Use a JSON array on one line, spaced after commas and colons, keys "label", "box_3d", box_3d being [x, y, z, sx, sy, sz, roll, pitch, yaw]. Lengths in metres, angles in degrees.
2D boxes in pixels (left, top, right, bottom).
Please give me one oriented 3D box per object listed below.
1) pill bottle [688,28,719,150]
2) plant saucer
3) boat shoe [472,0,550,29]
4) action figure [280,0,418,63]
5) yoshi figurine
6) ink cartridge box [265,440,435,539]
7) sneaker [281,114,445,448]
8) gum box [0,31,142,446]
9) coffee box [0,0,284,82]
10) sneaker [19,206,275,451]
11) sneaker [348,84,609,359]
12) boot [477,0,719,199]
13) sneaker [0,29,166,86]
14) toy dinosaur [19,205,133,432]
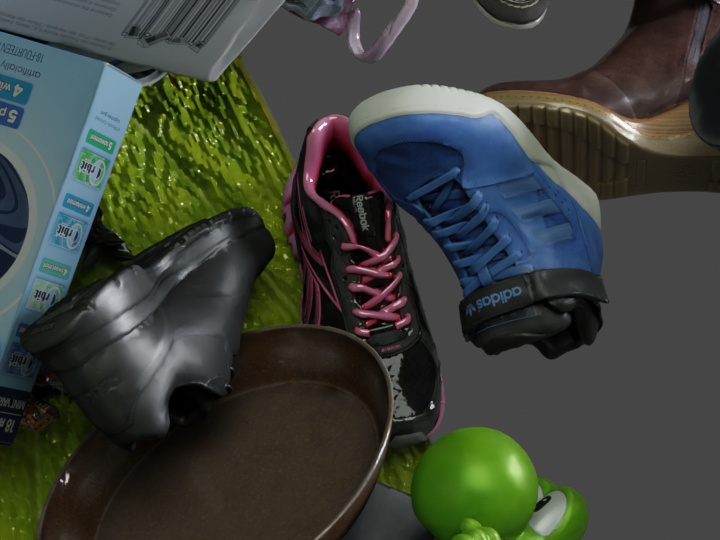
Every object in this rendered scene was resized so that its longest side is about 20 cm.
[{"label": "pill bottle", "box_3d": [0.287, -0.074, 0.948, 0.200, 0.112, 0.112, 21, 54, -27]}, {"label": "plant saucer", "box_3d": [-0.068, 0.107, 0.849, 0.200, 0.035, 0.200, -21, 33, 15]}, {"label": "boat shoe", "box_3d": [0.095, -0.252, 1.118, 0.067, 0.057, 0.200, 1, 58, -4]}, {"label": "action figure", "box_3d": [-0.020, -0.252, 1.083, 0.149, 0.134, 0.200, 32, 27, -23]}, {"label": "yoshi figurine", "box_3d": [0.022, 0.147, 0.798, 0.112, 0.112, 0.200, 39, 61, 24]}, {"label": "ink cartridge box", "box_3d": [-0.010, 0.156, 0.871, 0.200, 0.039, 0.100, 20, 60, 8]}, {"label": "sneaker", "box_3d": [0.000, 0.000, 0.935, 0.079, 0.095, 0.200, -10, 61, -13]}, {"label": "gum box", "box_3d": [-0.226, -0.031, 0.882, 0.170, 0.045, 0.200, 18, 87, 22]}, {"label": "coffee box", "box_3d": [-0.129, -0.258, 0.938, 0.200, 0.200, 0.198, 12, 49, -36]}, {"label": "sneaker", "box_3d": [-0.096, 0.031, 0.883, 0.091, 0.076, 0.200, 59, 33, -5]}, {"label": "sneaker", "box_3d": [0.070, -0.017, 0.912, 0.077, 0.200, 0.111, -20, 58, 30]}, {"label": "boot", "box_3d": [0.168, -0.120, 1.052, 0.200, 0.072, 0.166, 9, 46, 2]}, {"label": "sneaker", "box_3d": [-0.174, -0.170, 1.043, 0.146, 0.081, 0.200, 29, 52, -2]}, {"label": "toy dinosaur", "box_3d": [-0.208, -0.009, 0.929, 0.136, 0.102, 0.200, -36, 89, -6]}]
